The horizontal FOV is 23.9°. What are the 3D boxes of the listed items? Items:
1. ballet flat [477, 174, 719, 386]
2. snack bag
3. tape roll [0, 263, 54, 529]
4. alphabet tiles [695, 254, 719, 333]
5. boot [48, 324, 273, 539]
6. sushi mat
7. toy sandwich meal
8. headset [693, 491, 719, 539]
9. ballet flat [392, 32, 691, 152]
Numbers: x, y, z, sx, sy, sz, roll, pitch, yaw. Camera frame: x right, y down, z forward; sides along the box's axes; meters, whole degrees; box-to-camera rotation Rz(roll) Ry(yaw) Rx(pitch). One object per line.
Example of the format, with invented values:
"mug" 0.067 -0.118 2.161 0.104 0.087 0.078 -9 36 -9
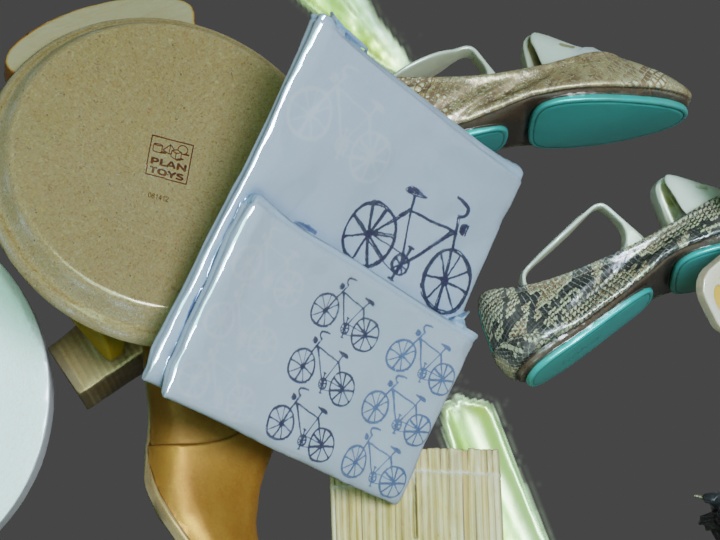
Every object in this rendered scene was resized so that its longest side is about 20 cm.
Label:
"ballet flat" 0.154 -0.009 0.930 0.199 0.068 0.076 -25 69 -7
"snack bag" 0.000 0.000 0.853 0.188 0.021 0.201 32 79 -43
"tape roll" -0.260 0.065 0.882 0.201 0.037 0.205 1 81 -5
"alphabet tiles" 0.269 0.002 0.921 0.195 0.015 0.201 -36 105 -25
"boot" -0.054 0.074 0.886 0.144 0.071 0.202 -33 82 -10
"sushi mat" 0.033 0.196 0.905 0.095 0.012 0.202 -1 82 -7
"toy sandwich meal" -0.108 -0.045 0.873 0.203 0.070 0.207 7 64 -15
"headset" 0.142 0.208 0.874 0.123 0.094 0.201 32 81 -1
"ballet flat" 0.082 -0.098 0.933 0.198 0.071 0.066 -9 68 -11
